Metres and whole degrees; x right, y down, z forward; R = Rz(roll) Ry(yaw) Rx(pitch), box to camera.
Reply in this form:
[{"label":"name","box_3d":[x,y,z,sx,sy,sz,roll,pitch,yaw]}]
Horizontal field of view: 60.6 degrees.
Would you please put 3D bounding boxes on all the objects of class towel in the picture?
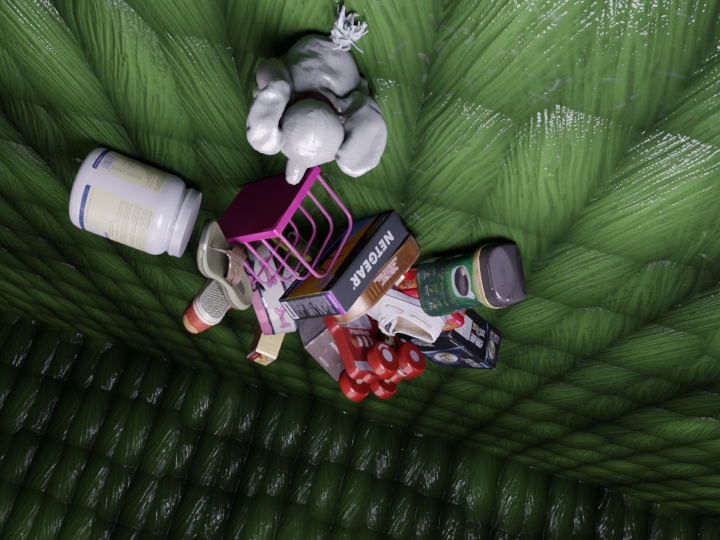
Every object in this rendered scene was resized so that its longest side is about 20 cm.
[{"label":"towel","box_3d":[-0.126,-0.032,1.160,0.199,0.018,0.086,33,170,49]}]

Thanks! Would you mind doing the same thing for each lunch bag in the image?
[{"label":"lunch bag","box_3d":[0.104,0.051,1.239,0.197,0.084,0.175,-8,144,45]}]

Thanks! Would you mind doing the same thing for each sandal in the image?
[{"label":"sandal","box_3d":[-0.195,-0.010,0.940,0.055,0.082,0.202,-2,150,13]}]

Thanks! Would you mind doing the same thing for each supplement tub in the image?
[{"label":"supplement tub","box_3d":[-0.398,-0.117,1.101,0.195,0.149,0.145,20,159,-10]}]

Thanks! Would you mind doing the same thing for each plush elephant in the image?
[{"label":"plush elephant","box_3d":[-0.053,-0.171,0.696,0.161,0.159,0.200,20,159,-11]}]

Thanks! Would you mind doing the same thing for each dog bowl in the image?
[{"label":"dog bowl","box_3d":[-0.191,0.039,1.249,0.072,0.204,0.201,-20,161,-10]}]

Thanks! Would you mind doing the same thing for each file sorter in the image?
[{"label":"file sorter","box_3d":[-0.131,-0.062,1.006,0.197,0.141,0.126,-6,135,44]}]

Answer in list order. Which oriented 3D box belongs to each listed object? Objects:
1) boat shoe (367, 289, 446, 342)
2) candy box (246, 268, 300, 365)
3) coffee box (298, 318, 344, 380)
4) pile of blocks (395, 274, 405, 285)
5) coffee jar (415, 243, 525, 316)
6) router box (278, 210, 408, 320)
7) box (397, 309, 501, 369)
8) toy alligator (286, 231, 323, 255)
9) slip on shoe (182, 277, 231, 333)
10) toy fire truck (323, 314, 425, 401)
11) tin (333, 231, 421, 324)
[{"label":"boat shoe","box_3d":[0.063,0.087,1.168,0.195,0.071,0.072,18,146,20]},{"label":"candy box","box_3d":[-0.196,0.107,1.416,0.054,0.205,0.115,22,158,-14]},{"label":"coffee box","box_3d":[-0.075,0.123,1.307,0.114,0.079,0.201,50,-176,-29]},{"label":"pile of blocks","box_3d":[0.000,0.000,1.141,0.194,0.062,0.084,-14,107,12]},{"label":"coffee jar","box_3d":[0.187,0.017,1.048,0.084,0.108,0.198,-7,176,-37]},{"label":"router box","box_3d":[-0.028,-0.008,1.017,0.147,0.201,0.052,-12,122,49]},{"label":"box","box_3d":[0.196,0.145,1.379,0.161,0.088,0.199,-4,151,43]},{"label":"toy alligator","box_3d":[-0.059,-0.028,1.205,0.197,0.060,0.055,33,-162,-18]},{"label":"slip on shoe","box_3d":[-0.238,0.042,1.025,0.061,0.201,0.075,-35,102,21]},{"label":"toy fire truck","box_3d":[0.026,0.149,1.200,0.197,0.171,0.112,8,139,-47]},{"label":"tin","box_3d":[0.020,0.007,1.035,0.042,0.200,0.111,50,157,-15]}]
